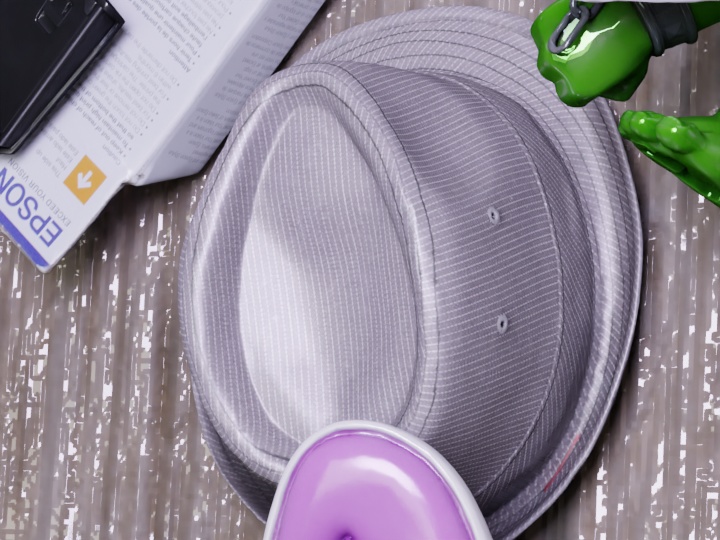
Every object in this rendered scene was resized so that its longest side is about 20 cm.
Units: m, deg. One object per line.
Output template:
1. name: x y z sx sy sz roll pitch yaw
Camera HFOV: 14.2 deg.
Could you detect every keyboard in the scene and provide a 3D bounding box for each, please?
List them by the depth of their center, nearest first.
1. keyboard: -0.147 -0.149 1.060 0.127 0.021 0.200 -51 62 19

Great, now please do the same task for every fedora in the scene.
1. fedora: 0.000 0.000 0.960 0.176 0.090 0.201 -3 80 27

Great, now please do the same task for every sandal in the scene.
1. sandal: 0.004 0.148 0.886 0.082 0.050 0.203 0 88 12

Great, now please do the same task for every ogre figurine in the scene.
1. ogre figurine: 0.163 -0.057 0.878 0.200 0.098 0.120 30 86 21

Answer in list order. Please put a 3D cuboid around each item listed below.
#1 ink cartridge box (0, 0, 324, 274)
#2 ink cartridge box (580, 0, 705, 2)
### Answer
1. ink cartridge box: -0.102 -0.130 1.065 0.200 0.041 0.200 -51 61 12
2. ink cartridge box: 0.126 -0.175 0.854 0.145 0.084 0.200 0 46 7
